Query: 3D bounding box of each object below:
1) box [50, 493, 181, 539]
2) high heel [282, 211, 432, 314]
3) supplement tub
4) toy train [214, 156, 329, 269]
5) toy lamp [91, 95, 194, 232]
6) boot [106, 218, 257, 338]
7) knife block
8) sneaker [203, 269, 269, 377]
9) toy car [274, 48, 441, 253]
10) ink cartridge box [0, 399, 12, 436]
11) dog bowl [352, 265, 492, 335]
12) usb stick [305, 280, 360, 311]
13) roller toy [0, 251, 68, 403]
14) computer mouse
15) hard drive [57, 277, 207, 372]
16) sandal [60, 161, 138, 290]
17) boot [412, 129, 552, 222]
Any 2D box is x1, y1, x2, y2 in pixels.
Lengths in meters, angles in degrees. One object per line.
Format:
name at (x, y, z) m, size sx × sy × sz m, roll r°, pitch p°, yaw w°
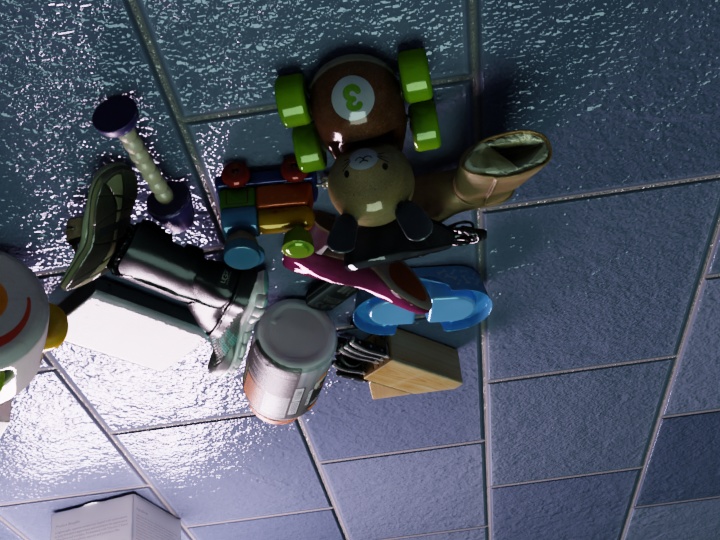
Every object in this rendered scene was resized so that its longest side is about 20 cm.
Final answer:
box at (-0.496, 0.563, 2.062) m, size 0.198 × 0.131 × 0.200 m, roll -16°, pitch 146°, yaw 15°
high heel at (-0.004, 0.010, 1.322) m, size 0.200 × 0.067 × 0.096 m, roll 38°, pitch 128°, yaw -2°
supplement tub at (-0.109, 0.141, 1.498) m, size 0.122 × 0.123 × 0.200 m, roll 2°, pitch 146°, yaw -13°
toy train at (-0.070, -0.066, 1.196) m, size 0.198 × 0.116 × 0.085 m, roll -5°, pitch 147°, yaw -1°
toy lamp at (-0.238, -0.113, 1.153) m, size 0.058 × 0.059 × 0.200 m, roll -10°, pitch 147°, yaw 6°
boot at (-0.226, 0.009, 1.254) m, size 0.167 × 0.077 × 0.200 m, roll 24°, pitch 160°, yaw -11°
knife block at (0.055, 0.128, 1.556) m, size 0.198 × 0.064 × 0.176 m, roll -7°, pitch 147°, yaw 2°
sneaker at (-0.194, 0.068, 1.417) m, size 0.091 × 0.078 × 0.201 m, roll 14°, pitch 127°, yaw -15°
toy car at (0.007, -0.110, 1.065) m, size 0.163 × 0.201 × 0.158 m, roll -10°, pitch 147°, yaw 6°
ink cartridge box at (-0.569, 0.192, 1.477) m, size 0.083 × 0.146 × 0.200 m, roll 13°, pitch 142°, yaw -28°
dog bowl at (0.086, 0.040, 1.444) m, size 0.198 × 0.050 × 0.112 m, roll -3°, pitch 146°, yaw -4°
usb stick at (0.000, 0.000, 1.385) m, size 0.055 × 0.033 × 0.200 m, roll 15°, pitch 142°, yaw -39°
roller toy at (-0.490, 0.075, 1.283) m, size 0.182 × 0.200 × 0.140 m, roll 34°, pitch 141°, yaw 4°
computer mouse at (0.046, -0.038, 1.161) m, size 0.138 × 0.053 × 0.200 m, roll -13°, pitch 179°, yaw 32°
hard drive at (-0.330, 0.081, 1.451) m, size 0.199 × 0.033 × 0.139 m, roll 24°, pitch 136°, yaw -38°
sandal at (-0.320, -0.057, 1.226) m, size 0.080 × 0.057 × 0.202 m, roll -25°, pitch 149°, yaw -50°
boot at (0.112, -0.103, 1.147) m, size 0.174 × 0.067 × 0.200 m, roll -18°, pitch 176°, yaw -3°
